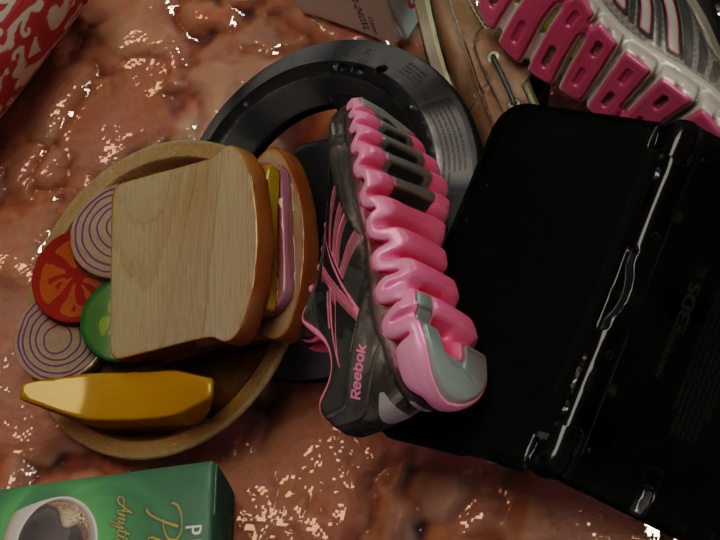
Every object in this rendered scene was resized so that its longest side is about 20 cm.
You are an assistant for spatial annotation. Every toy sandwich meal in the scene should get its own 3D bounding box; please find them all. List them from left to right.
[{"bbox_3d":[-0.114,0.010,1.526,0.205,0.070,0.205,-10,69,28],"label":"toy sandwich meal"}]

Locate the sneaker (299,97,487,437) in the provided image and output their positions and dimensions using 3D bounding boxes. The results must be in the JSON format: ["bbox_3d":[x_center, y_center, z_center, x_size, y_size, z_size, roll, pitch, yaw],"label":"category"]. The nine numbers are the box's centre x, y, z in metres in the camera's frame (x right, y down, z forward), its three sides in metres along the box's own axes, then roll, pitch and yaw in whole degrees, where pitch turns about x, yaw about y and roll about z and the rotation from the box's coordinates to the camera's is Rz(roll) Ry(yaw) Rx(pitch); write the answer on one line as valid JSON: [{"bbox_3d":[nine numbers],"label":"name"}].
[{"bbox_3d":[0.000,0.000,1.456,0.095,0.079,0.200,-32,49,29],"label":"sneaker"}]

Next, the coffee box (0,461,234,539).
[{"bbox_3d":[-0.167,0.174,1.481,0.200,0.044,0.123,-9,55,11],"label":"coffee box"}]

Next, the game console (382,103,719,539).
[{"bbox_3d":[0.135,0.028,1.458,0.176,0.116,0.200,27,76,-17],"label":"game console"}]

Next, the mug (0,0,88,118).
[{"bbox_3d":[-0.280,-0.137,1.678,0.177,0.133,0.200,25,64,27],"label":"mug"}]

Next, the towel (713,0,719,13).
[{"bbox_3d":[0.164,-0.220,1.623,0.200,0.034,0.133,13,63,4],"label":"towel"}]

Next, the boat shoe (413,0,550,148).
[{"bbox_3d":[0.078,-0.102,1.582,0.068,0.072,0.200,-17,65,6],"label":"boat shoe"}]

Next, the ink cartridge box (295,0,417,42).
[{"bbox_3d":[0.022,-0.260,1.655,0.083,0.145,0.200,18,64,29],"label":"ink cartridge box"}]

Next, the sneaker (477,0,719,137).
[{"bbox_3d":[0.145,-0.137,1.542,0.200,0.074,0.087,42,46,6],"label":"sneaker"}]

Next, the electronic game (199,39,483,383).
[{"bbox_3d":[-0.020,-0.034,1.553,0.200,0.042,0.200,-11,68,28],"label":"electronic game"}]
